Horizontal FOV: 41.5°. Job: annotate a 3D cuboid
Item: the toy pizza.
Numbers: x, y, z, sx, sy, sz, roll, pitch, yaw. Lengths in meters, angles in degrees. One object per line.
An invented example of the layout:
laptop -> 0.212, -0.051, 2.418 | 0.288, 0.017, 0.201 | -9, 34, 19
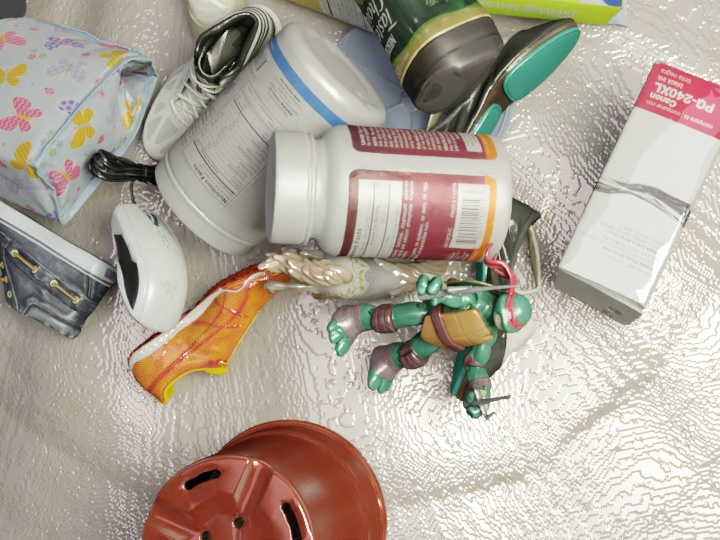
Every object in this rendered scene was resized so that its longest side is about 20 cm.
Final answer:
toy pizza -> 0.056, -0.174, 0.965 | 0.199, 0.032, 0.201 | -1, 82, 9

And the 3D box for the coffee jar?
coffee jar -> 0.046, -0.244, 0.849 | 0.085, 0.104, 0.200 | -26, 80, -18

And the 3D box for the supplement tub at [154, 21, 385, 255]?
supplement tub -> -0.086, -0.125, 0.912 | 0.200, 0.132, 0.132 | -43, 76, 20

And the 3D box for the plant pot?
plant pot -> -0.089, 0.234, 0.847 | 0.200, 0.195, 0.202 | -2, 81, 10

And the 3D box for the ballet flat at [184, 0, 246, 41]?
ballet flat -> -0.166, -0.313, 1.012 | 0.069, 0.069, 0.201 | -17, 79, 8

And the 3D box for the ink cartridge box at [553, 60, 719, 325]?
ink cartridge box -> 0.251, -0.062, 0.852 | 0.083, 0.145, 0.200 | 26, 87, 13

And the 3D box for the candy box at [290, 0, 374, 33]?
candy box -> -0.023, -0.325, 0.971 | 0.200, 0.056, 0.117 | 25, 75, 18

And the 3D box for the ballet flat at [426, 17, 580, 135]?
ballet flat -> 0.121, -0.175, 0.906 | 0.068, 0.068, 0.200 | 42, 90, 23

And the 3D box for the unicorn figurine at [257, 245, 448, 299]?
unicorn figurine -> 0.000, 0.000, 0.908 | 0.137, 0.200, 0.074 | 0, 104, 28

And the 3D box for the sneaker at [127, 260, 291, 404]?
sneaker -> -0.140, 0.057, 0.959 | 0.200, 0.073, 0.077 | -38, 97, 8

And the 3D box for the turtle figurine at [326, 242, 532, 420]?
turtle figurine -> 0.076, 0.054, 0.820 | 0.200, 0.101, 0.150 | -14, 113, 38

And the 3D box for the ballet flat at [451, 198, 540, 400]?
ballet flat -> 0.134, 0.027, 0.897 | 0.068, 0.068, 0.201 | 10, 84, -2

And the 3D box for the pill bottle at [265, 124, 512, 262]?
pill bottle -> 0.021, -0.067, 0.826 | 0.199, 0.114, 0.115 | 3, 81, -11

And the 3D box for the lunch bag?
lunch bag -> -0.327, -0.169, 0.990 | 0.169, 0.127, 0.200 | 20, 61, 14

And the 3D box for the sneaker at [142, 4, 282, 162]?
sneaker -> -0.166, -0.188, 0.950 | 0.076, 0.115, 0.201 | 42, 104, -1

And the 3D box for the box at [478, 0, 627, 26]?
box -> 0.174, -0.308, 0.920 | 0.199, 0.048, 0.122 | 3, 81, -11

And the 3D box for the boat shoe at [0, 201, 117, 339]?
boat shoe -> -0.359, -0.010, 0.998 | 0.200, 0.071, 0.091 | 29, 84, 11

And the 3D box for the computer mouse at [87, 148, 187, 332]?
computer mouse -> -0.205, -0.034, 0.934 | 0.044, 0.110, 0.201 | -33, 60, 28
